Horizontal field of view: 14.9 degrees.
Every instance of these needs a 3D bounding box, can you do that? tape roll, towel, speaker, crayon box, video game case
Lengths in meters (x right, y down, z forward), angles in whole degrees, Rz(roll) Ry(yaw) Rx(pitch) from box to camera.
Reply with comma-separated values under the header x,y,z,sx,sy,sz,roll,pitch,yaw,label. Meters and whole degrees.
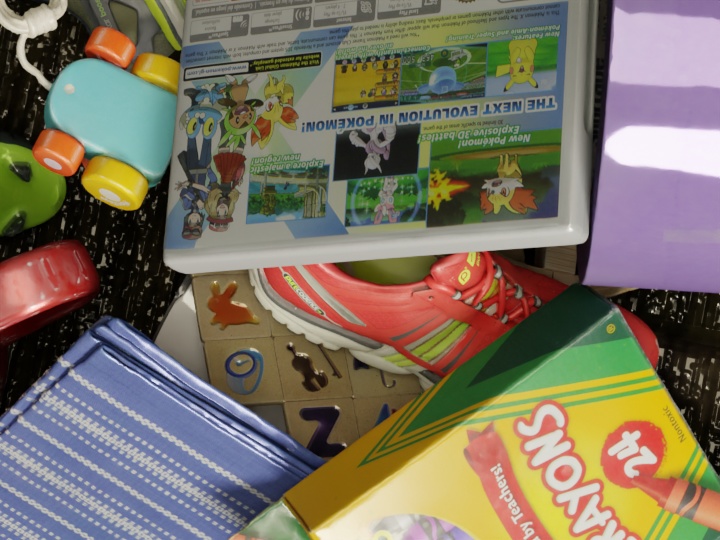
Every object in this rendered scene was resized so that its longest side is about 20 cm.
x,y,z,sx,sy,sz,roll,pitch,yaw,label
0.143,-0.091,1.196,0.084,0.200,0.201,3,88,1,tape roll
-0.116,0.108,1.268,0.144,0.024,0.200,34,131,-18,towel
0.000,0.063,1.314,0.199,0.081,0.081,29,89,2,speaker
0.056,0.115,1.219,0.200,0.051,0.127,-36,113,-6,crayon box
0.010,-0.094,1.203,0.199,0.022,0.183,-4,72,26,video game case

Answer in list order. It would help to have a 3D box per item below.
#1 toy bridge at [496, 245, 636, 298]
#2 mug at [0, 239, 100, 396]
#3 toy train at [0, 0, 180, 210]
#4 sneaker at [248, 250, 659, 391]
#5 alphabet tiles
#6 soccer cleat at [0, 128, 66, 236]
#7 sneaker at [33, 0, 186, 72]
x,y,z,sx,sy,sz,roll,pitch,yaw,label
0.095,-0.020,1.314,0.199,0.027,0.068,12,64,-7,toy bridge
-0.209,0.044,1.261,0.176,0.200,0.134,7,87,1,mug
-0.071,-0.102,1.289,0.199,0.056,0.151,-13,78,-17,toy train
0.045,0.014,1.248,0.199,0.085,0.077,17,59,-5,sneaker
0.000,0.000,1.299,0.165,0.006,0.201,-3,63,-16,alphabet tiles
-0.243,-0.058,1.334,0.199,0.081,0.068,4,124,-15,soccer cleat
-0.152,-0.177,1.335,0.081,0.074,0.200,-36,85,3,sneaker
